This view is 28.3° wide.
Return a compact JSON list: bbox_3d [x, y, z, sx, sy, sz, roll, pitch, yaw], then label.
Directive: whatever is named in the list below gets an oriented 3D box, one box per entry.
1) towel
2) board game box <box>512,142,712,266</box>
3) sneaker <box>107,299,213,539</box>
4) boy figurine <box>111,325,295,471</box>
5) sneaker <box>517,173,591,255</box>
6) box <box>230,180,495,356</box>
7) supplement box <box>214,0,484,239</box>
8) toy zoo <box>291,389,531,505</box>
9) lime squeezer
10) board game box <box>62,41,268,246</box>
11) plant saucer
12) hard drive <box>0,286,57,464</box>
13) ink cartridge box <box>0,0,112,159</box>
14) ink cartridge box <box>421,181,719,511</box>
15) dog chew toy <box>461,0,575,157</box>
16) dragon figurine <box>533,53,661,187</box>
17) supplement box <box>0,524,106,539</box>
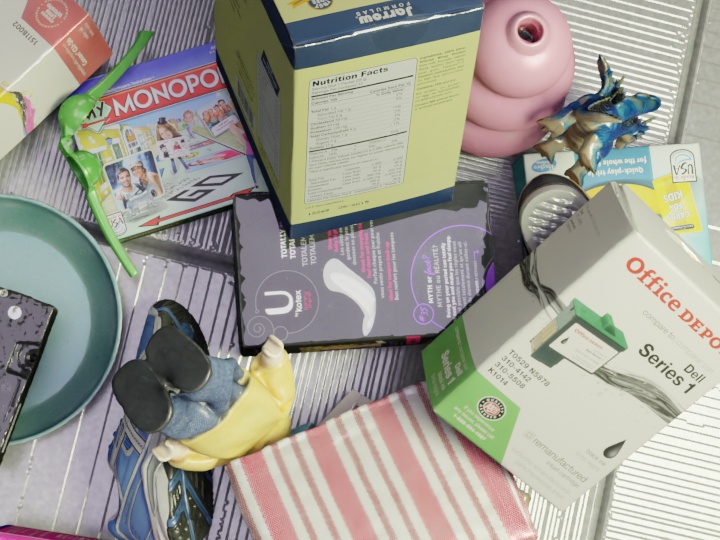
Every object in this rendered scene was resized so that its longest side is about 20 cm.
[{"bbox_3d":[0.016,0.174,1.064,0.200,0.030,0.147,-20,68,-14],"label":"towel"},{"bbox_3d":[0.213,0.000,1.183,0.151,0.047,0.201,-5,84,-6],"label":"board game box"},{"bbox_3d":[-0.163,0.118,1.117,0.077,0.076,0.200,-12,65,27],"label":"sneaker"},{"bbox_3d":[-0.097,0.098,1.060,0.124,0.200,0.064,-47,64,5],"label":"boy figurine"},{"bbox_3d":[0.181,0.012,1.118,0.078,0.079,0.200,-19,110,10],"label":"sneaker"},{"bbox_3d":[0.000,0.000,1.131,0.199,0.106,0.123,-3,84,-6],"label":"box"},{"bbox_3d":[-0.018,-0.171,1.041,0.134,0.200,0.200,-14,56,-15],"label":"supplement box"},{"bbox_3d":[0.016,0.182,1.120,0.200,0.020,0.131,28,79,23],"label":"toy zoo"},{"bbox_3d":[-0.208,-0.096,1.136,0.071,0.038,0.201,7,81,-36],"label":"lime squeezer"},{"bbox_3d":[-0.131,-0.114,1.171,0.200,0.029,0.135,-18,86,-7],"label":"board game box"},{"bbox_3d":[-0.289,0.040,1.134,0.199,0.036,0.201,1,82,-6],"label":"plant saucer"},{"bbox_3d":[-0.349,0.060,1.089,0.200,0.038,0.140,19,82,-4],"label":"hard drive"},{"bbox_3d":[-0.311,-0.152,1.123,0.116,0.068,0.200,41,81,20],"label":"ink cartridge box"},{"bbox_3d":[0.167,0.057,1.045,0.146,0.084,0.200,38,111,-21],"label":"ink cartridge box"},{"bbox_3d":[0.111,-0.160,1.114,0.124,0.200,0.125,1,83,-5],"label":"dog chew toy"},{"bbox_3d":[0.186,-0.123,1.079,0.059,0.200,0.099,41,83,11],"label":"dragon figurine"},{"bbox_3d":[-0.190,0.260,1.085,0.200,0.103,0.101,10,82,-3],"label":"supplement box"}]
